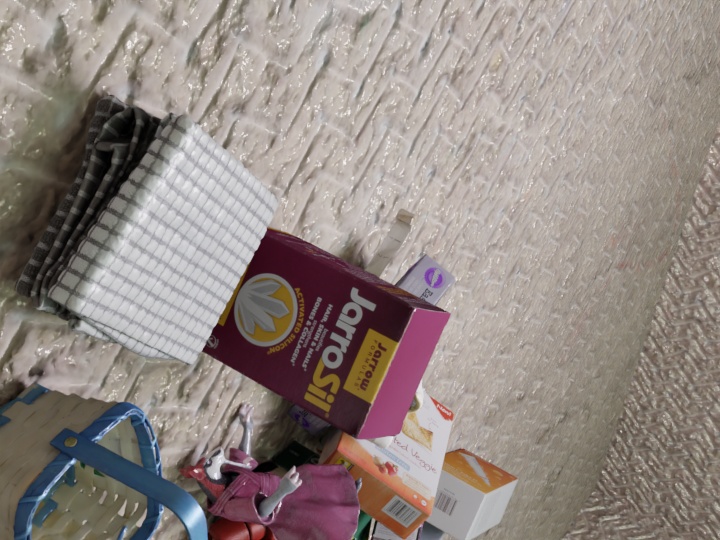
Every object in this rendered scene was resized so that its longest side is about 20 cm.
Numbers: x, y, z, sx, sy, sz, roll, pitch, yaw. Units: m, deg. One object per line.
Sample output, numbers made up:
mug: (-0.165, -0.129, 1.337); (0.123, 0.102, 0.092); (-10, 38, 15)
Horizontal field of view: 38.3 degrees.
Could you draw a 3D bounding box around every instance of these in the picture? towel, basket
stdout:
towel: (-0.158, -0.025, 0.785); (0.166, 0.085, 0.200); (-60, 158, -4)
basket: (-0.192, 0.181, 0.768); (0.139, 0.199, 0.177); (-43, 150, -39)

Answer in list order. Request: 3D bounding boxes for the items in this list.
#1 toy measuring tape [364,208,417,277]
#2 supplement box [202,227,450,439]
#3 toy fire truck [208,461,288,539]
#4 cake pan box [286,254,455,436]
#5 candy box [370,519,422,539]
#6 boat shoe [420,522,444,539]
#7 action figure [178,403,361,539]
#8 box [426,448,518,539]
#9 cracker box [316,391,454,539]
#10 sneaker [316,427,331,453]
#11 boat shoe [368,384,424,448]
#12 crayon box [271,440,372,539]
toy measuring tape: (0.000, 0.000, 1.150); (0.200, 0.073, 0.074); (-56, 155, -18)
supplement box: (-0.040, 0.054, 0.958); (0.131, 0.199, 0.103); (-66, 156, 4)
toy fire truck: (-0.137, 0.342, 1.168); (0.200, 0.128, 0.177); (-21, 134, -41)
cake pan box: (0.012, 0.087, 1.188); (0.200, 0.052, 0.184); (-50, -177, -26)
candy box: (0.051, 0.317, 1.338); (0.200, 0.061, 0.137); (-69, 171, -54)
boat shoe: (0.080, 0.517, 1.823); (0.202, 0.074, 0.086); (-45, 150, -32)
action figure: (-0.100, 0.241, 1.090); (0.134, 0.199, 0.149); (-118, -131, -65)
box: (0.185, 0.399, 1.855); (0.200, 0.124, 0.098); (7, 107, -66)
cracker box: (0.033, 0.207, 1.247); (0.058, 0.134, 0.200); (-50, -172, 29)
sneaker: (0.003, 0.198, 1.361); (0.200, 0.078, 0.083); (-29, 136, -67)
boat shoe: (0.042, 0.143, 1.223); (0.071, 0.069, 0.200); (-49, -178, 36)
crayon box: (-0.053, 0.321, 1.290); (0.052, 0.125, 0.201); (-38, 146, -44)
